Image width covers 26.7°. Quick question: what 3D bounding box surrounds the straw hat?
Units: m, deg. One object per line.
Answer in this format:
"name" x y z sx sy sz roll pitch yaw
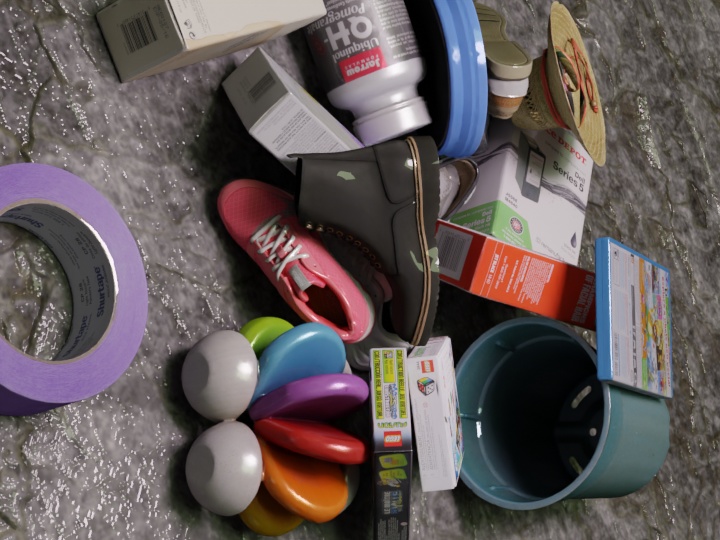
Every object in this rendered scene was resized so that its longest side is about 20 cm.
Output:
"straw hat" 0.203 -0.195 1.674 0.201 0.085 0.201 -14 90 -70

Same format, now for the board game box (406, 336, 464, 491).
"board game box" 0.075 0.137 1.495 0.200 0.035 0.126 -20 103 -84

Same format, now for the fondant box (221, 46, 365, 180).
"fondant box" -0.037 -0.116 1.484 0.200 0.058 0.144 43 8 -29

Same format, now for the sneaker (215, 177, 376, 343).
"sneaker" -0.058 -0.010 1.429 0.200 0.074 0.087 47 7 -4

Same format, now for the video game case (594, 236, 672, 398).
"video game case" 0.285 0.053 1.574 0.200 0.018 0.143 19 69 -60

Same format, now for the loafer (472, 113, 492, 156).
"loafer" 0.137 -0.211 1.712 0.068 0.070 0.201 76 13 -48

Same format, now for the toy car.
"toy car" -0.058 0.134 1.365 0.175 0.150 0.200 11 69 -43

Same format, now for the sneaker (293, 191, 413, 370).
"sneaker" 0.000 0.000 1.509 0.078 0.099 0.200 -44 108 -45

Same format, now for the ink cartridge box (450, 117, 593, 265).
"ink cartridge box" 0.182 -0.080 1.738 0.145 0.084 0.200 35 54 -33

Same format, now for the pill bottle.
"pill bottle" 0.004 -0.235 1.586 0.111 0.111 0.200 -22 93 -48

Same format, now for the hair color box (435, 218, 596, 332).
"hair color box" 0.168 0.007 1.586 0.200 0.111 0.064 16 94 -33

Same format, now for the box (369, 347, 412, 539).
"box" 0.027 0.172 1.418 0.200 0.035 0.110 89 -1 -54

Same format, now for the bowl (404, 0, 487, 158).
"bowl" 0.084 -0.219 1.617 0.039 0.201 0.201 -9 82 -13

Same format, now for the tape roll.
"tape roll" -0.273 0.016 1.245 0.200 0.066 0.200 18 64 -41

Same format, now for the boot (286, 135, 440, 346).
"boot" 0.001 -0.025 1.423 0.138 0.077 0.200 -4 104 -10

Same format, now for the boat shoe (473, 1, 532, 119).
"boat shoe" 0.128 -0.232 1.644 0.075 0.068 0.200 1 32 -12

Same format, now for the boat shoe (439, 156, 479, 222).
"boat shoe" 0.062 -0.066 1.625 0.200 0.060 0.074 -38 104 -46

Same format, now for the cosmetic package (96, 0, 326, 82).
"cosmetic package" -0.139 -0.245 1.447 0.200 0.103 0.073 -24 95 -46

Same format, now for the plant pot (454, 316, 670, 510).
"plant pot" 0.226 0.164 1.634 0.196 0.200 0.200 17 65 -50
